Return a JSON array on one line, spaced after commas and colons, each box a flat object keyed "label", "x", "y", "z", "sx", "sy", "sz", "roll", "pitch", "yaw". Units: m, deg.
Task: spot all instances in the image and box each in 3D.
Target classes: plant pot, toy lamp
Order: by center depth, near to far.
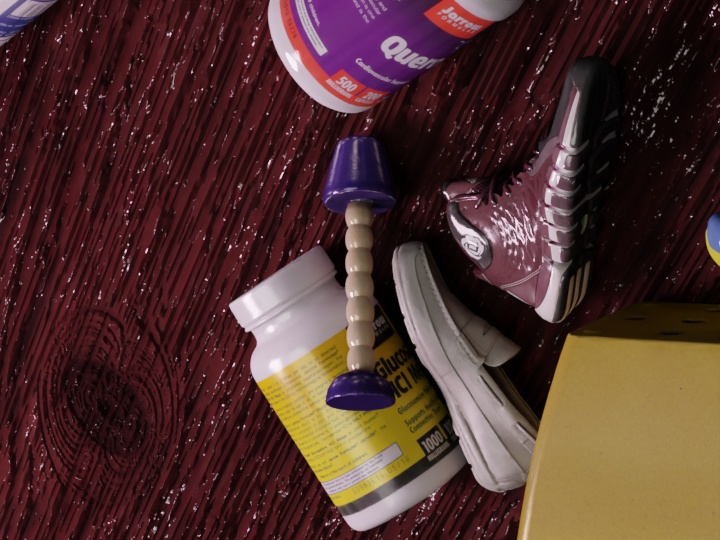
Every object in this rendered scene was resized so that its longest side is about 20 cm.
[{"label": "plant pot", "x": 0.226, "y": 0.120, "z": 1.303, "sx": 0.199, "sy": 0.200, "sz": 0.178, "roll": 1, "pitch": 100, "yaw": 30}, {"label": "toy lamp", "x": 0.000, "y": 0.000, "z": 1.408, "sx": 0.058, "sy": 0.058, "sz": 0.201, "roll": -11, "pitch": 70, "yaw": 34}]

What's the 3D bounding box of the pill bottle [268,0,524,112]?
[{"label": "pill bottle", "x": 0.037, "y": -0.198, "z": 1.319, "sx": 0.200, "sy": 0.112, "sz": 0.113, "roll": -31, "pitch": 93, "yaw": 37}]

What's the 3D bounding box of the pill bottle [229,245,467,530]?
[{"label": "pill bottle", "x": -0.012, "y": 0.087, "z": 1.470, "sx": 0.112, "sy": 0.112, "sz": 0.201, "roll": -31, "pitch": 93, "yaw": 36}]

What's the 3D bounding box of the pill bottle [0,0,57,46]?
[{"label": "pill bottle", "x": -0.314, "y": -0.225, "z": 1.519, "sx": 0.200, "sy": 0.111, "sz": 0.111, "roll": -30, "pitch": 93, "yaw": 36}]

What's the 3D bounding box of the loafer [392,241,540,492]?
[{"label": "loafer", "x": 0.086, "y": 0.065, "z": 1.436, "sx": 0.069, "sy": 0.070, "sz": 0.201, "roll": -25, "pitch": 93, "yaw": 14}]

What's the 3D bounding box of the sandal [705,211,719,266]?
[{"label": "sandal", "x": 0.324, "y": -0.027, "z": 1.249, "sx": 0.199, "sy": 0.079, "sz": 0.088, "roll": 5, "pitch": 109, "yaw": 20}]

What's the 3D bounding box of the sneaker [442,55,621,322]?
[{"label": "sneaker", "x": 0.111, "y": -0.066, "z": 1.357, "sx": 0.115, "sy": 0.076, "sz": 0.201, "roll": 21, "pitch": 120, "yaw": 25}]
